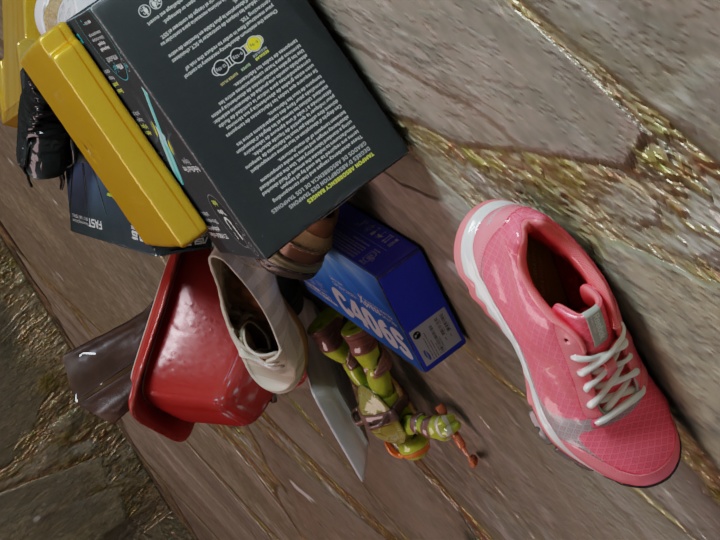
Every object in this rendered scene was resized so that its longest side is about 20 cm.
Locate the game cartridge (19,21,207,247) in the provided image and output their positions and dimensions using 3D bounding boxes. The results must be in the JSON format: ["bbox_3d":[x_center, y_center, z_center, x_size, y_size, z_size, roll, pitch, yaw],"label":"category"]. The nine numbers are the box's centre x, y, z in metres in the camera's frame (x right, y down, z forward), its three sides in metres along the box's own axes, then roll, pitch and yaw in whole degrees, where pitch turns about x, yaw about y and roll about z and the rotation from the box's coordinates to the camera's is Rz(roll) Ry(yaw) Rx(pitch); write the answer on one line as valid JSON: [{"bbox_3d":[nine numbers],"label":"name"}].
[{"bbox_3d":[-0.182,-0.096,1.484,0.177,0.032,0.200,56,169,-9],"label":"game cartridge"}]

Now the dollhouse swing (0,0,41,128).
[{"bbox_3d":[-0.273,-0.221,1.987,0.181,0.177,0.200,14,175,-15],"label":"dollhouse swing"}]

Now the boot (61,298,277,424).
[{"bbox_3d":[-0.219,0.125,2.305,0.187,0.200,0.064,54,167,-2],"label":"boot"}]

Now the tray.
[{"bbox_3d":[-0.027,0.095,1.845,0.108,0.022,0.200,61,-175,-30],"label":"tray"}]

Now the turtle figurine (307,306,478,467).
[{"bbox_3d":[0.015,0.106,1.747,0.162,0.064,0.200,59,166,-21],"label":"turtle figurine"}]

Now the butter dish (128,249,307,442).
[{"bbox_3d":[-0.116,0.072,1.926,0.147,0.201,0.199,15,170,15],"label":"butter dish"}]

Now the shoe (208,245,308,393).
[{"bbox_3d":[-0.091,0.037,1.697,0.070,0.053,0.201,10,137,22],"label":"shoe"}]

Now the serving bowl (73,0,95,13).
[{"bbox_3d":[-0.164,-0.193,1.554,0.200,0.065,0.201,166,90,-70],"label":"serving bowl"}]

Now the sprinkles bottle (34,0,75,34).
[{"bbox_3d":[-0.225,-0.214,1.760,0.068,0.068,0.200,59,166,-23],"label":"sprinkles bottle"}]

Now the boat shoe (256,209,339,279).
[{"bbox_3d":[-0.067,-0.087,1.551,0.074,0.075,0.201,-52,54,35],"label":"boat shoe"}]

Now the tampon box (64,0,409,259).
[{"bbox_3d":[-0.087,-0.125,1.381,0.200,0.126,0.150,56,169,-11],"label":"tampon box"}]

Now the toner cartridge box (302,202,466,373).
[{"bbox_3d":[0.000,0.000,1.581,0.200,0.043,0.095,33,154,57],"label":"toner cartridge box"}]

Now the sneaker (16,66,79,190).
[{"bbox_3d":[-0.263,-0.127,1.739,0.200,0.060,0.105,175,94,-75],"label":"sneaker"}]

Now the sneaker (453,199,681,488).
[{"bbox_3d":[0.127,0.047,1.197,0.201,0.074,0.087,55,165,-6],"label":"sneaker"}]

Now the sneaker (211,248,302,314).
[{"bbox_3d":[-0.117,-0.044,1.789,0.200,0.060,0.104,57,173,43],"label":"sneaker"}]

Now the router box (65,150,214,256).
[{"bbox_3d":[-0.197,-0.100,1.766,0.200,0.062,0.151,14,111,60],"label":"router box"}]
